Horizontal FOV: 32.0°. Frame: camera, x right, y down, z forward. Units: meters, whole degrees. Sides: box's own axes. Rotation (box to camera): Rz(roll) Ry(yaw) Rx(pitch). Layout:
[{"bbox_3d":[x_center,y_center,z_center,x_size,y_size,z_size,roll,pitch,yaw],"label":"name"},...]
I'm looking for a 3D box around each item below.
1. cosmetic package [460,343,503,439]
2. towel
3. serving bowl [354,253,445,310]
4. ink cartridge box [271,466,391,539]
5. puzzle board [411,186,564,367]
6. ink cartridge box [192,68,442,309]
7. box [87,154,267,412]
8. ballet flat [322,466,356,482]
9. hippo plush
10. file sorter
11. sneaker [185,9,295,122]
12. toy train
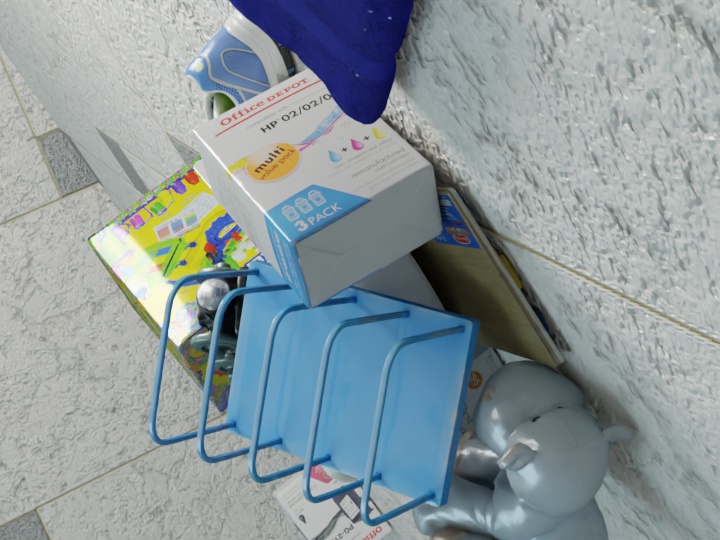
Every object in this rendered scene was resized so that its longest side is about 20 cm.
[{"bbox_3d":[0.121,0.160,1.090,0.201,0.082,0.051,57,164,-21],"label":"cosmetic package"},{"bbox_3d":[-0.025,-0.182,0.756,0.148,0.050,0.200,44,166,7],"label":"towel"},{"bbox_3d":[0.000,0.000,1.054,0.201,0.066,0.200,55,176,5],"label":"serving bowl"},{"bbox_3d":[-0.056,0.473,2.464,0.201,0.144,0.084,53,168,-2],"label":"ink cartridge box"},{"bbox_3d":[0.073,-0.004,0.959,0.151,0.017,0.200,57,167,-14],"label":"puzzle board"},{"bbox_3d":[-0.043,-0.076,0.914,0.200,0.115,0.068,46,160,42],"label":"ink cartridge box"},{"bbox_3d":[-0.131,-0.005,1.269,0.193,0.199,0.122,43,165,38],"label":"box"},{"bbox_3d":[-0.003,0.096,1.188,0.069,0.202,0.070,6,153,3],"label":"ballet flat"},{"bbox_3d":[0.116,0.162,0.924,0.162,0.158,0.201,82,168,-46],"label":"hippo plush"},{"bbox_3d":[-0.038,0.084,0.908,0.199,0.140,0.122,15,-170,30],"label":"file sorter"},{"bbox_3d":[-0.089,-0.131,1.051,0.076,0.077,0.201,41,165,35],"label":"sneaker"},{"bbox_3d":[-0.075,0.052,1.096,0.200,0.113,0.086,60,-150,-66],"label":"toy train"}]
